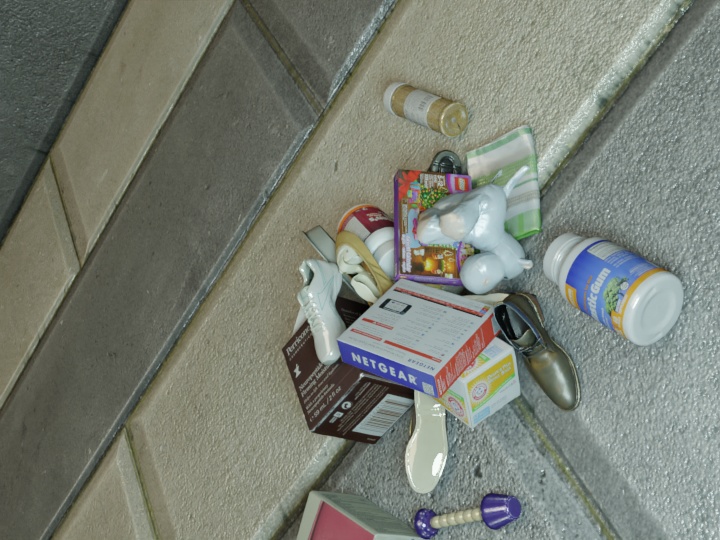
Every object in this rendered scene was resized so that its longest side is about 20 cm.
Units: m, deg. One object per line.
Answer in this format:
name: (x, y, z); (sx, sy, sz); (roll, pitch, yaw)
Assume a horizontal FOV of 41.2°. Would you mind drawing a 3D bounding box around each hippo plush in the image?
hippo plush: (0.198, -0.051, 1.598); (0.159, 0.199, 0.162); (-4, 116, 63)

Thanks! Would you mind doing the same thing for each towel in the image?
towel: (0.246, -0.140, 1.670); (0.149, 0.031, 0.202); (-25, 58, 44)

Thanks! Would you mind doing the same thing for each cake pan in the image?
cake pan: (-0.035, -0.012, 1.845); (0.037, 0.200, 0.200); (-42, 43, 1)

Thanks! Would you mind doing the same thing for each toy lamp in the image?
toy lamp: (0.173, 0.394, 1.537); (0.199, 0.058, 0.059); (-24, 59, 45)

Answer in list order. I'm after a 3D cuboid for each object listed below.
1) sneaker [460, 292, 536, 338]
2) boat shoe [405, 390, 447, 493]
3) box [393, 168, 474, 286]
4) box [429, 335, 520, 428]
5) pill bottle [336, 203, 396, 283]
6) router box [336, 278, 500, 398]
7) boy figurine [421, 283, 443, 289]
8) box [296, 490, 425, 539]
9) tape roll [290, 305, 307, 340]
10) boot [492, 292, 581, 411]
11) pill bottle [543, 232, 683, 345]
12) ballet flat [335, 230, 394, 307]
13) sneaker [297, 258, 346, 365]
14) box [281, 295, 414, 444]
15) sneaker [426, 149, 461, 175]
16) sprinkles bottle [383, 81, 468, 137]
sneaker: (0.207, 0.086, 1.604); (0.199, 0.076, 0.090); (-9, 78, 51)
boat shoe: (0.117, 0.280, 1.645); (0.071, 0.060, 0.202); (1, 78, 9)
box: (0.128, -0.075, 1.673); (0.039, 0.136, 0.202); (120, 152, -66)
box: (0.153, 0.150, 1.572); (0.200, 0.112, 0.102); (32, 145, 47)
pill bottle: (0.036, -0.043, 1.802); (0.110, 0.109, 0.200); (-62, 30, 13)
router box: (0.093, 0.102, 1.526); (0.199, 0.049, 0.179); (17, 45, 38)
boy figurine: (0.105, 0.057, 1.700); (0.200, 0.064, 0.124); (-52, 8, -9)
box: (-0.001, 0.472, 1.658); (0.199, 0.127, 0.110); (17, 90, 52)
tape roll: (-0.099, 0.083, 1.906); (0.203, 0.037, 0.204); (19, -90, -90)
boot: (0.263, 0.127, 1.461); (0.075, 0.097, 0.201); (-36, 70, 28)
pill bottle: (0.362, 0.018, 1.403); (0.200, 0.112, 0.113); (36, 104, 50)
ballet flat: (0.000, 0.000, 1.687); (0.200, 0.063, 0.069); (48, 131, 32)
sneaker: (-0.075, 0.070, 1.679); (0.070, 0.080, 0.202); (-29, 55, 35)
box: (-0.015, 0.183, 1.755); (0.166, 0.163, 0.201); (-50, 44, 26)
sneaker: (0.143, -0.121, 1.772); (0.079, 0.075, 0.202); (-152, 76, -79)
sprinkles bottle: (0.124, -0.313, 1.853); (0.200, 0.068, 0.069); (34, 103, 50)
